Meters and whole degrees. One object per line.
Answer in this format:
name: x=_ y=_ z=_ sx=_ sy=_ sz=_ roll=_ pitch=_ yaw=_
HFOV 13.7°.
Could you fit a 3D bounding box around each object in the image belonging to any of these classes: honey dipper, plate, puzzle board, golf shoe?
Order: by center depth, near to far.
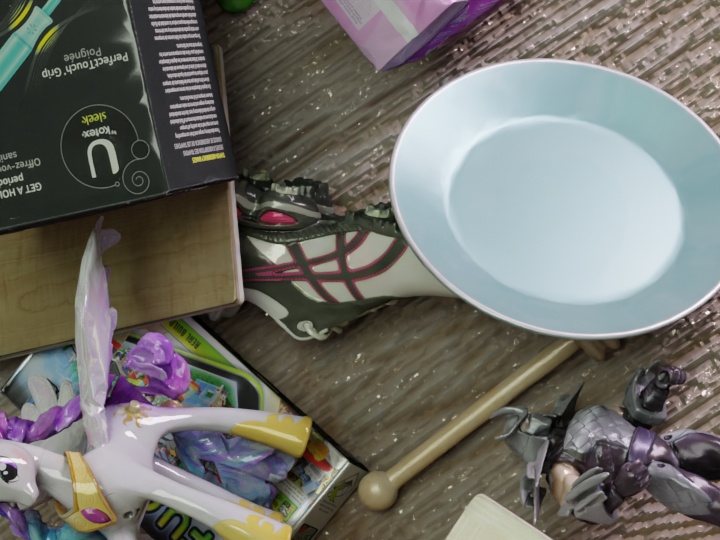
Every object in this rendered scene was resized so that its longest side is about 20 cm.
plate: x=0.113 y=-0.035 z=1.642 sx=0.199 sy=0.026 sz=0.201 roll=5 pitch=50 yaw=-6
honey dipper: x=0.078 y=0.068 z=1.662 sx=0.200 sy=0.038 sz=0.038 roll=-37 pitch=67 yaw=9
golf shoe: x=0.000 y=0.000 z=1.698 sx=0.199 sy=0.077 sz=0.089 roll=12 pitch=99 yaw=26
puzzle board: x=-0.155 y=-0.035 z=1.728 sx=0.199 sy=0.017 sz=0.152 roll=-13 pitch=74 yaw=29

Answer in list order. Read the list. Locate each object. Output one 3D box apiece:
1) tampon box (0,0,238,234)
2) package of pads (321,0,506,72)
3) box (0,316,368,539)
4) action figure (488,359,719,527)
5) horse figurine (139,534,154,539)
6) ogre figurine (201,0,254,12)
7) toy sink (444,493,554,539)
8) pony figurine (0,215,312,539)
tampon box: x=-0.171 y=-0.127 z=1.629 sx=0.149 sy=0.126 sz=0.201 roll=-11 pitch=92 yaw=16
package of pads: x=-0.006 y=-0.211 z=1.690 sx=0.076 sy=0.120 sz=0.200 roll=-41 pitch=83 yaw=26
box: x=-0.102 y=0.092 z=1.719 sx=0.200 sy=0.035 sz=0.110 roll=40 pitch=92 yaw=24
action figure: x=0.164 y=0.102 z=1.593 sx=0.199 sy=0.070 sz=0.130 roll=15 pitch=42 yaw=11
horse figurine: x=-0.171 y=0.232 z=1.698 sx=0.132 sy=0.050 sz=0.201 roll=20 pitch=85 yaw=27
ogre figurine: x=-0.115 y=-0.175 z=1.747 sx=0.199 sy=0.120 sz=0.099 roll=-25 pitch=69 yaw=11
toy sink: x=0.125 y=0.223 z=1.555 sx=0.199 sy=0.130 sz=0.112 roll=32 pitch=88 yaw=22
pony figurine: x=-0.131 y=0.092 z=1.624 sx=0.199 sy=0.193 sz=0.167 roll=17 pitch=123 yaw=-4
